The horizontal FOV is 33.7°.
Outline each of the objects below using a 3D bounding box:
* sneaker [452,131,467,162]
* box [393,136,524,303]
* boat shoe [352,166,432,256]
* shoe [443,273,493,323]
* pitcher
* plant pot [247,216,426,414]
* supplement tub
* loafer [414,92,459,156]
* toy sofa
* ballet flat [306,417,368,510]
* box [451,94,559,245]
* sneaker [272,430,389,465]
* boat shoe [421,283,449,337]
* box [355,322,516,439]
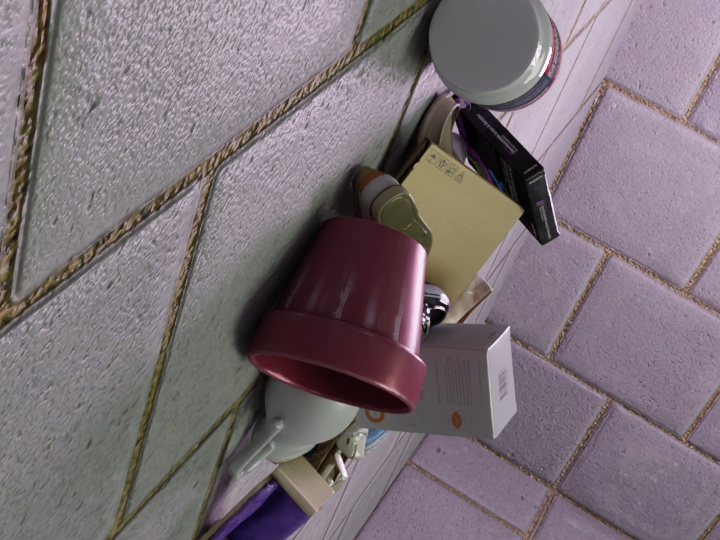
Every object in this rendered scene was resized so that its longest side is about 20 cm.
[{"bbox_3d":[0.093,-0.096,1.666,0.080,0.070,0.201,-86,-165,-72],"label":"sneaker"},{"bbox_3d":[0.102,-0.060,1.536,0.200,0.021,0.164,30,102,-40],"label":"box"},{"bbox_3d":[0.037,-0.058,1.442,0.075,0.068,0.200,-34,151,-11],"label":"boat shoe"},{"bbox_3d":[0.119,0.084,1.737,0.200,0.053,0.070,-52,168,-9],"label":"shoe"},{"bbox_3d":[-0.087,0.186,1.527,0.171,0.121,0.200,-40,171,-37],"label":"pitcher"},{"bbox_3d":[-0.010,0.046,1.343,0.200,0.199,0.180,81,25,-73],"label":"plant pot"},{"bbox_3d":[0.158,-0.260,1.378,0.141,0.140,0.200,-62,169,10],"label":"supplement tub"},{"bbox_3d":[0.104,-0.134,1.579,0.076,0.068,0.201,-15,119,-76],"label":"loafer"},{"bbox_3d":[-0.134,0.345,1.635,0.200,0.083,0.098,-47,174,36],"label":"toy sofa"},{"bbox_3d":[-0.029,0.256,1.655,0.070,0.065,0.201,6,121,-47],"label":"ballet flat"},{"bbox_3d":[0.197,-0.143,1.626,0.036,0.200,0.143,-32,140,-6],"label":"box"},{"bbox_3d":[-0.041,0.221,1.709,0.199,0.079,0.090,-12,136,-23],"label":"sneaker"},{"bbox_3d":[0.053,0.067,1.511,0.199,0.071,0.072,-7,135,-46],"label":"boat shoe"},{"bbox_3d":[0.095,0.142,1.577,0.097,0.199,0.125,-34,122,-60],"label":"box"}]
